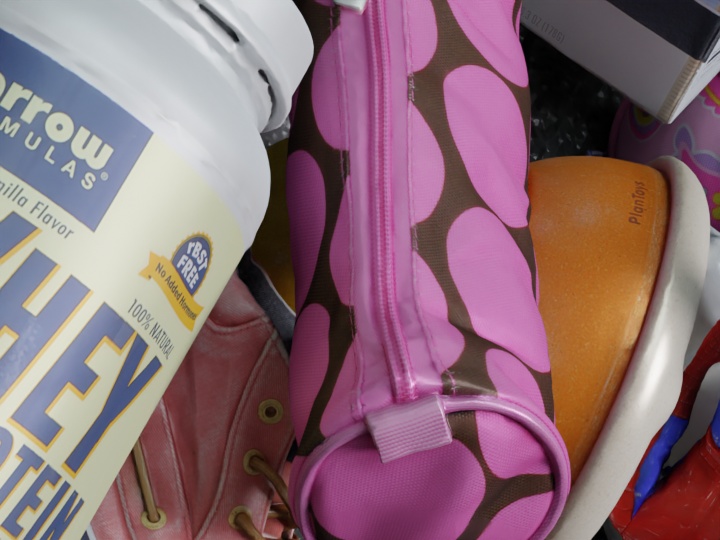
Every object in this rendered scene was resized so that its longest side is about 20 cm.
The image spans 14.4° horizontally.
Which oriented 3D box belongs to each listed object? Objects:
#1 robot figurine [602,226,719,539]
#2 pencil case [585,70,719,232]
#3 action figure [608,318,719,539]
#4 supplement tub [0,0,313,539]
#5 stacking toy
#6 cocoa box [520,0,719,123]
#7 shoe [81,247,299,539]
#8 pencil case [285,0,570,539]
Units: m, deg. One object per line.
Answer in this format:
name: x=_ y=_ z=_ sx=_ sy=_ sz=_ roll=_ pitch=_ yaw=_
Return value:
robot figurine: x=0.165 y=0.068 z=0.984 sx=0.113 sy=0.169 sz=0.201 roll=-106 pitch=175 yaw=-77
pencil case: x=0.185 y=-0.039 z=1.088 sx=0.199 sy=0.087 sz=0.088 roll=-2 pitch=71 yaw=-39
action figure: x=0.130 y=0.045 z=0.887 sx=0.065 sy=0.200 sz=0.052 roll=32 pitch=42 yaw=2
supplement tub: x=-0.112 y=-0.004 z=0.752 sx=0.145 sy=0.145 sz=0.201 roll=35 pitch=74 yaw=-21
stacking toy: x=0.000 y=0.000 z=0.914 sx=0.199 sy=0.146 sz=0.147 roll=23 pitch=55 yaw=-7
cocoa box: x=0.080 y=-0.178 z=0.991 sx=0.200 sy=0.131 sz=0.133 roll=36 pitch=48 yaw=9
shoe: x=-0.042 y=0.074 z=0.833 sx=0.201 sy=0.091 sz=0.071 roll=66 pitch=9 yaw=9
pencil case: x=0.012 y=-0.016 z=0.811 sx=0.090 sy=0.094 sz=0.201 roll=-3 pitch=57 yaw=-4
